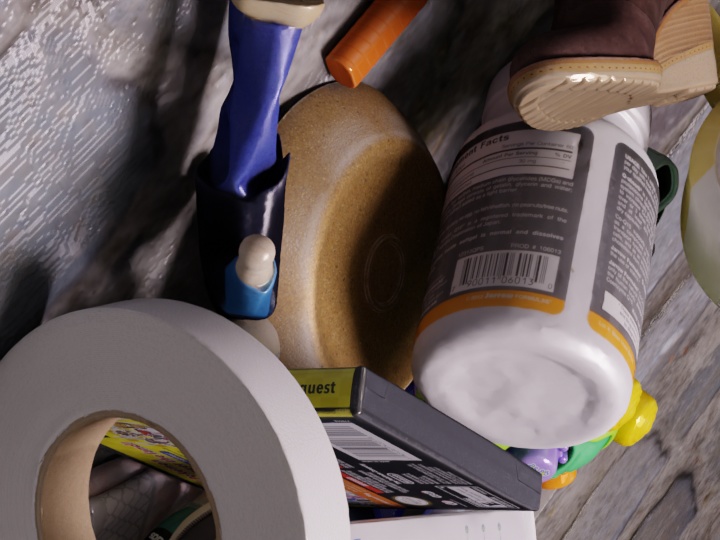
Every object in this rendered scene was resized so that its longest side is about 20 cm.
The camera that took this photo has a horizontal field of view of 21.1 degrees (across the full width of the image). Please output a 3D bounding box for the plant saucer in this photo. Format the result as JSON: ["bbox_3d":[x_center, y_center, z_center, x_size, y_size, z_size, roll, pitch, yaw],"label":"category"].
[{"bbox_3d":[0.000,0.000,1.038,0.200,0.035,0.201,-21,115,-55],"label":"plant saucer"}]

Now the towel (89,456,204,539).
[{"bbox_3d":[-0.126,0.183,1.093,0.191,0.032,0.200,-15,131,-56],"label":"towel"}]

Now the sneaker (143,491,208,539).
[{"bbox_3d":[-0.100,0.212,1.056,0.080,0.071,0.200,-26,132,-34],"label":"sneaker"}]

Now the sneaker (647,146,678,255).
[{"bbox_3d":[0.164,-0.082,1.183,0.074,0.118,0.201,47,66,-39],"label":"sneaker"}]

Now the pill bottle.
[{"bbox_3d":[0.099,-0.015,1.040,0.117,0.116,0.200,83,17,-52],"label":"pill bottle"}]

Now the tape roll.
[{"bbox_3d":[-0.097,0.113,0.872,0.037,0.203,0.203,-14,129,-56],"label":"tape roll"}]

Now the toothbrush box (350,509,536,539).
[{"bbox_3d":[0.015,0.187,1.108,0.200,0.145,0.086,117,-32,-77],"label":"toothbrush box"}]

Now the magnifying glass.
[{"bbox_3d":[0.049,-0.177,1.033,0.200,0.022,0.080,-53,154,-17],"label":"magnifying glass"}]

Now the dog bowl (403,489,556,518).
[{"bbox_3d":[0.071,0.161,1.313,0.200,0.059,0.200,-52,-179,1],"label":"dog bowl"}]

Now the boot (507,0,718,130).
[{"bbox_3d":[0.112,-0.163,1.001,0.072,0.167,0.200,-22,175,34],"label":"boot"}]

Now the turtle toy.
[{"bbox_3d":[0.090,0.074,1.169,0.101,0.146,0.200,-55,161,0],"label":"turtle toy"}]

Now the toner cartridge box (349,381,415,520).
[{"bbox_3d":[0.003,0.086,1.184,0.095,0.043,0.200,-61,158,-27],"label":"toner cartridge box"}]

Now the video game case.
[{"bbox_3d":[-0.031,0.087,0.967,0.200,0.180,0.026,34,58,-55],"label":"video game case"}]

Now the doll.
[{"bbox_3d":[-0.053,-0.035,0.897,0.048,0.137,0.201,1,114,-14],"label":"doll"}]

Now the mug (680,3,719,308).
[{"bbox_3d":[0.235,-0.053,1.108,0.150,0.186,0.153,-62,161,-2],"label":"mug"}]

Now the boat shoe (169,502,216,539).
[{"bbox_3d":[-0.087,0.176,0.956,0.200,0.063,0.073,-32,116,0],"label":"boat shoe"}]
